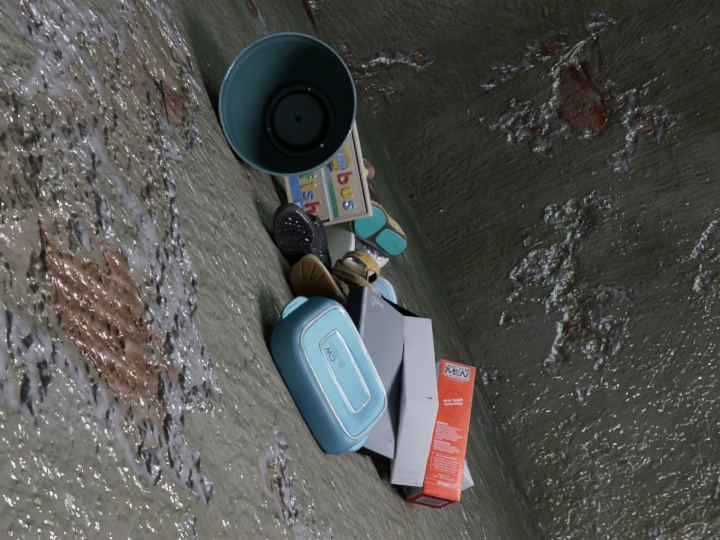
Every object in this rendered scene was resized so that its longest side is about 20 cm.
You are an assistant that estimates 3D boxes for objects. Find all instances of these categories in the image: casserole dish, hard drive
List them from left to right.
[{"bbox_3d":[-0.029,0.122,0.954,0.121,0.038,0.202,-37,105,-45],"label":"casserole dish"},{"bbox_3d":[0.014,0.139,1.073,0.139,0.032,0.203,39,52,-56],"label":"hard drive"}]

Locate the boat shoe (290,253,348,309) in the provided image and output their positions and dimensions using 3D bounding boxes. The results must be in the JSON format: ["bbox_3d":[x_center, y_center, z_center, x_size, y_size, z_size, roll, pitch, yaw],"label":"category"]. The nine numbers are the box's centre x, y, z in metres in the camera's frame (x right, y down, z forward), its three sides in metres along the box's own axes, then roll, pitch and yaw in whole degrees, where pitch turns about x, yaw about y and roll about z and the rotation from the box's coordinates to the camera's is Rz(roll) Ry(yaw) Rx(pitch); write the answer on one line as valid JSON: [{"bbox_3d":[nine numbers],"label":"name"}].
[{"bbox_3d":[-0.032,0.067,1.147,0.202,0.072,0.063,65,11,-10],"label":"boat shoe"}]

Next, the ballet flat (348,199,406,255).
[{"bbox_3d":[0.021,-0.086,1.414,0.200,0.070,0.072,36,29,-58],"label":"ballet flat"}]

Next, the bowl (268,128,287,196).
[{"bbox_3d":[-0.112,-0.224,1.384,0.203,0.089,0.202,62,11,-21],"label":"bowl"}]

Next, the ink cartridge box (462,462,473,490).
[{"bbox_3d":[0.110,0.271,1.381,0.145,0.084,0.202,54,14,-48],"label":"ink cartridge box"}]

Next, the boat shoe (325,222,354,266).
[{"bbox_3d":[-0.042,-0.071,1.442,0.072,0.069,0.203,52,15,-46],"label":"boat shoe"}]

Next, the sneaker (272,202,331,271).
[{"bbox_3d":[-0.085,-0.052,1.207,0.201,0.059,0.105,64,10,-46],"label":"sneaker"}]

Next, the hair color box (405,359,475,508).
[{"bbox_3d":[0.122,0.249,1.217,0.102,0.060,0.203,119,-17,-65],"label":"hair color box"}]

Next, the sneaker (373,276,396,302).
[{"bbox_3d":[0.052,0.108,1.552,0.202,0.078,0.090,58,19,10],"label":"sneaker"}]

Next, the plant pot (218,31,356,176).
[{"bbox_3d":[-0.099,-0.235,1.194,0.134,0.198,0.203,2,63,-86],"label":"plant pot"}]

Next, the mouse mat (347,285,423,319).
[{"bbox_3d":[0.053,0.093,1.344,0.159,0.008,0.201,28,-20,21],"label":"mouse mat"}]

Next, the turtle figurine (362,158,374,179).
[{"bbox_3d":[-0.036,-0.159,1.351,0.160,0.064,0.204,-8,111,-58],"label":"turtle figurine"}]

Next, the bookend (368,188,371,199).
[{"bbox_3d":[-0.061,-0.208,1.613,0.200,0.091,0.201,60,10,-27],"label":"bookend"}]

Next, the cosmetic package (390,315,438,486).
[{"bbox_3d":[0.075,0.187,1.175,0.201,0.051,0.153,-87,-174,-59],"label":"cosmetic package"}]

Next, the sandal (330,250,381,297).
[{"bbox_3d":[0.000,0.000,1.191,0.080,0.054,0.200,35,5,-7],"label":"sandal"}]

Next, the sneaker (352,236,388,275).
[{"bbox_3d":[-0.012,-0.020,1.493,0.077,0.080,0.200,29,4,-16],"label":"sneaker"}]

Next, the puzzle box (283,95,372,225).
[{"bbox_3d":[-0.061,-0.172,1.277,0.025,0.131,0.204,-16,95,-81],"label":"puzzle box"}]
